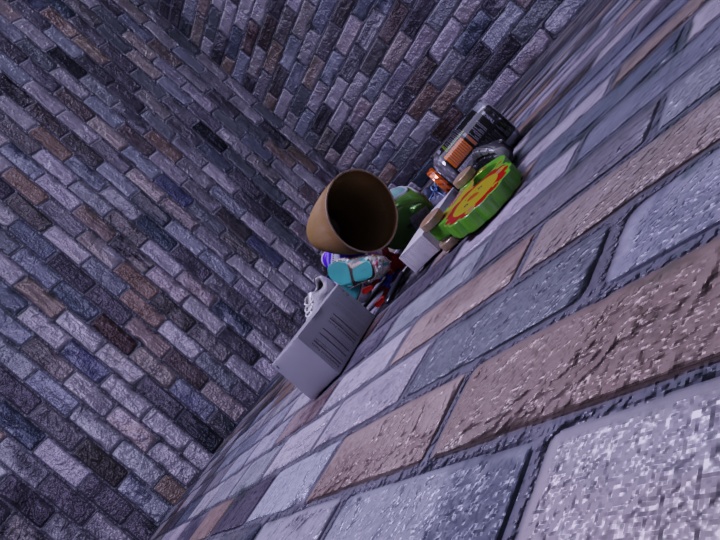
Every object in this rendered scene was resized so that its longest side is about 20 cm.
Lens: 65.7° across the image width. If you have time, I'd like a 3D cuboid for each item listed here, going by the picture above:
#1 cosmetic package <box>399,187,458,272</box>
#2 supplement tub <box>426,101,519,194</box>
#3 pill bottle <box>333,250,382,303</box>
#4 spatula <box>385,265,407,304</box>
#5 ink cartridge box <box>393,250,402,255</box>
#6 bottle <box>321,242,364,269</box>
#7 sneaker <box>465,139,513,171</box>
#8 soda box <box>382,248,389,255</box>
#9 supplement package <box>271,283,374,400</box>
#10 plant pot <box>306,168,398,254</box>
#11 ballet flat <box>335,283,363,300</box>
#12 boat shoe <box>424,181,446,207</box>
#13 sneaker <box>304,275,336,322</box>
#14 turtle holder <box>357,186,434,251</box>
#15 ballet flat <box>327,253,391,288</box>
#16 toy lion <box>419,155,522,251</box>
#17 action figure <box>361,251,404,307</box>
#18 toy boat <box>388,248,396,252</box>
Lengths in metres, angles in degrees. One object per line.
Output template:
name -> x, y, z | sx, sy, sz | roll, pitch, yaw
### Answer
cosmetic package -> 0.153, -0.085, 1.137 | 0.083, 0.051, 0.200 | -45, 5, 44
supplement tub -> 0.247, -0.263, 1.247 | 0.200, 0.122, 0.123 | -49, 3, 15
pill bottle -> -0.014, 0.021, 1.550 | 0.112, 0.111, 0.202 | 135, 155, -63
spatula -> 0.101, -0.002, 1.202 | 0.201, 0.021, 0.057 | -53, 5, -32
ink cartridge box -> 0.107, -0.041, 1.464 | 0.200, 0.039, 0.099 | -49, 2, 8
bottle -> -0.050, -0.030, 1.456 | 0.200, 0.065, 0.085 | -175, 83, -67
sneaker -> 0.255, -0.222, 1.069 | 0.079, 0.075, 0.200 | -48, 3, 1
soda box -> 0.044, -0.085, 1.641 | 0.200, 0.069, 0.064 | 55, -152, -57
supplement package -> -0.072, 0.143, 1.145 | 0.114, 0.109, 0.200 | -48, 3, 37
plant pot -> -0.043, -0.110, 1.293 | 0.187, 0.187, 0.199 | -51, 16, -29
ballet flat -> -0.035, 0.085, 1.376 | 0.069, 0.069, 0.202 | -59, -15, -74
boat shoe -> 0.184, -0.186, 1.454 | 0.199, 0.069, 0.084 | -32, 4, 15
sneaker -> -0.113, 0.105, 1.427 | 0.074, 0.087, 0.202 | -19, 44, 45
turtle holder -> 0.091, -0.120, 1.368 | 0.186, 0.140, 0.132 | -56, 42, 24
ballet flat -> 0.000, 0.000, 1.266 | 0.063, 0.077, 0.199 | -15, 8, -33
toy lion -> 0.197, -0.123, 0.922 | 0.200, 0.069, 0.191 | -52, 10, -30
action figure -> 0.044, 0.022, 1.333 | 0.099, 0.065, 0.200 | -37, 10, 37
toy boat -> 0.132, -0.124, 1.599 | 0.129, 0.132, 0.200 | -19, 10, 13
